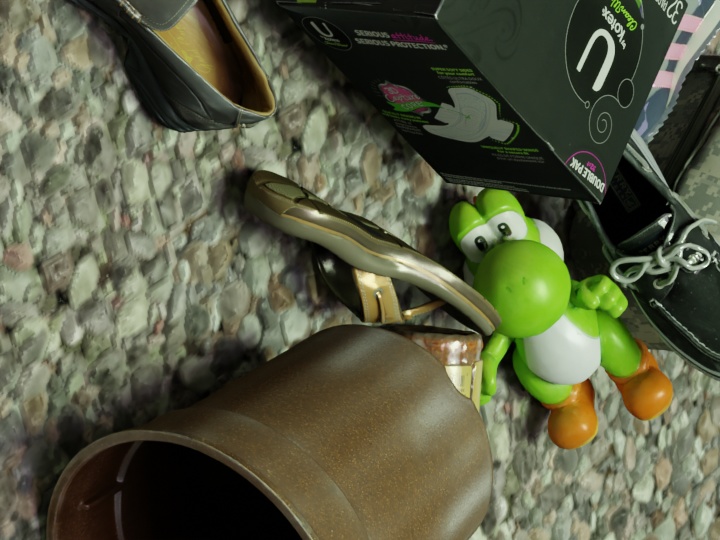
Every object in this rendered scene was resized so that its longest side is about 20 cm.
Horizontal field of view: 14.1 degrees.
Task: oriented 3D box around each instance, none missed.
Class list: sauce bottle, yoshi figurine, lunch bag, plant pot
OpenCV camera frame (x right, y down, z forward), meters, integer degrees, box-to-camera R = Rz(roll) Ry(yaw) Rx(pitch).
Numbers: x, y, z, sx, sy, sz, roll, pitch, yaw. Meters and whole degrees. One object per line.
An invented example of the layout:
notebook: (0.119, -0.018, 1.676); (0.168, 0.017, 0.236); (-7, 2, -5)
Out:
sauce bottle: (0.037, 0.135, 1.783); (0.066, 0.066, 0.201); (2, 95, -49)
yoshi figurine: (0.118, 0.037, 1.830); (0.113, 0.112, 0.200); (-53, 129, -20)
lunch bag: (0.260, -0.045, 1.928); (0.200, 0.167, 0.140); (-57, 134, -26)
plant pot: (-0.035, 0.136, 1.614); (0.198, 0.199, 0.201); (-36, 122, -48)

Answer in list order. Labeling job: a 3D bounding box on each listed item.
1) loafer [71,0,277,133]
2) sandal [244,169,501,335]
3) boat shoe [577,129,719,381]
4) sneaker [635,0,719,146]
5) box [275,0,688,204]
loafer: (-0.107, -0.155, 1.562); (0.073, 0.072, 0.200); (-57, 133, -24)
sandal: (0.000, 0.000, 1.714); (0.200, 0.080, 0.054); (26, 96, -42)
boat shoe: (0.189, -0.015, 1.811); (0.200, 0.073, 0.068); (61, 16, 9)
sneaker: (0.174, -0.145, 1.905); (0.082, 0.070, 0.201); (40, 66, -20)
box: (0.074, -0.156, 1.690); (0.200, 0.124, 0.149); (44, 64, -45)
